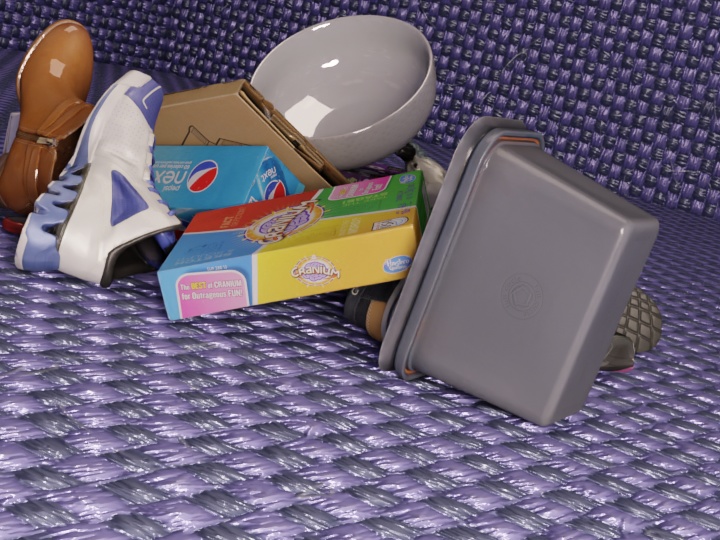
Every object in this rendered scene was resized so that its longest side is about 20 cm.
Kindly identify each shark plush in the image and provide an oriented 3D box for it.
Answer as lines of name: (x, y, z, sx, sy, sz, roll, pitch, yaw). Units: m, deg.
shark plush: (0.074, -0.069, 1.463, 0.200, 0.091, 0.083, 48, 2, 5)

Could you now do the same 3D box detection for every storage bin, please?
storage bin: (0.124, 0.010, 1.005, 0.133, 0.202, 0.145, 28, 16, 24)

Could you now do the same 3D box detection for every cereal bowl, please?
cereal bowl: (-0.013, -0.172, 1.423, 0.197, 0.084, 0.202, -10, 44, 9)

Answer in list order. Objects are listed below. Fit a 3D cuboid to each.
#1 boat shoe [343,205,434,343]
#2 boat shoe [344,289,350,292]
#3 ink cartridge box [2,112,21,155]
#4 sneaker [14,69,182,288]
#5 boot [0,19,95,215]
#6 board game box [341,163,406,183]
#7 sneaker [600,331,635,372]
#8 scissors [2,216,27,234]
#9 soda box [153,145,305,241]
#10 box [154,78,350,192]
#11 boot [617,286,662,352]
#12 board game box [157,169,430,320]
boat shoe: (0.049, -0.012, 1.161, 0.061, 0.075, 0.200, 15, 42, 25)
boat shoe: (0.000, 0.000, 1.270, 0.197, 0.069, 0.072, 0, 27, 13)
ink cartridge box: (-0.288, -0.120, 1.504, 0.144, 0.084, 0.200, 14, 9, 6)
sneaker: (-0.191, -0.058, 1.135, 0.114, 0.201, 0.081, 25, -35, -3)
boot: (-0.267, -0.143, 1.263, 0.073, 0.203, 0.154, 22, -12, -32)
board game box: (-0.051, -0.111, 1.483, 0.197, 0.033, 0.120, 13, 8, 8)
sneaker: (0.162, 0.029, 1.208, 0.079, 0.088, 0.199, 4, 12, -37)
scissors: (-0.263, -0.041, 1.304, 0.072, 0.014, 0.200, 13, 8, 19)
soda box: (-0.152, -0.068, 1.250, 0.198, 0.069, 0.064, 4, -28, 38)
box: (-0.122, -0.106, 1.259, 0.198, 0.021, 0.163, -2, -35, 44)
boot: (0.204, 0.026, 1.367, 0.197, 0.069, 0.131, 16, 4, 14)
board game box: (-0.046, -0.022, 1.082, 0.197, 0.041, 0.153, -11, 18, 8)
